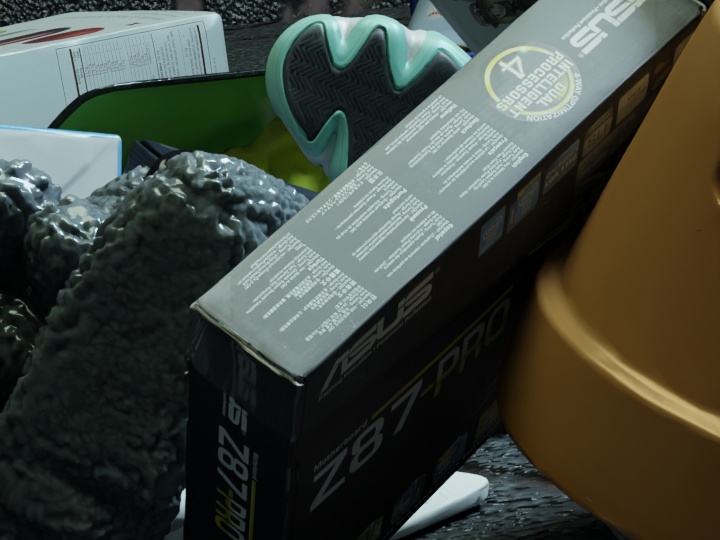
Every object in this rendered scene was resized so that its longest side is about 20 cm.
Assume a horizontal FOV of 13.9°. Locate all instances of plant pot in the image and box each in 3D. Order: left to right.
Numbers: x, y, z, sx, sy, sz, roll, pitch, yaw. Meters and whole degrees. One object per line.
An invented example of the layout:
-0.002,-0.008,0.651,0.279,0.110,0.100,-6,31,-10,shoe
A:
0.153,0.000,0.891,0.200,0.140,0.200,12,21,-5,plant pot

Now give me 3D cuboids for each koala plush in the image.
-0.090,0.025,1.029,0.177,0.184,0.200,18,12,17,koala plush

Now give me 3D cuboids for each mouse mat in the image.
-0.109,-0.054,1.453,0.161,0.008,0.200,-9,-17,-37,mouse mat

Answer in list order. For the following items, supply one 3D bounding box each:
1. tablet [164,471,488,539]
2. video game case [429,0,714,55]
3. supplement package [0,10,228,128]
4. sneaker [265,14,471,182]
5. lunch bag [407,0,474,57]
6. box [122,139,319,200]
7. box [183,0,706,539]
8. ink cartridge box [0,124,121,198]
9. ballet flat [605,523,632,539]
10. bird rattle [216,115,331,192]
-0.062,0.101,1.071,0.130,0.014,0.200,1,14,44,tablet
0.141,-0.066,0.985,0.182,0.200,0.022,-18,35,38,video game case
-0.206,-0.067,1.746,0.200,0.147,0.191,-15,12,-36,supplement package
0.046,-0.048,1.255,0.200,0.078,0.140,28,2,-9,sneaker
0.112,-0.061,1.357,0.160,0.200,0.076,-7,48,21,lunch bag
0.000,0.000,1.251,0.200,0.051,0.158,16,6,-13,box
0.024,0.009,0.946,0.049,0.161,0.200,35,58,21,box
-0.166,0.003,1.327,0.067,0.116,0.200,2,-5,-20,ink cartridge box
0.120,0.070,0.994,0.064,0.067,0.200,-38,-10,35,ballet flat
-0.085,0.003,1.412,0.200,0.113,0.163,-14,27,-11,bird rattle
